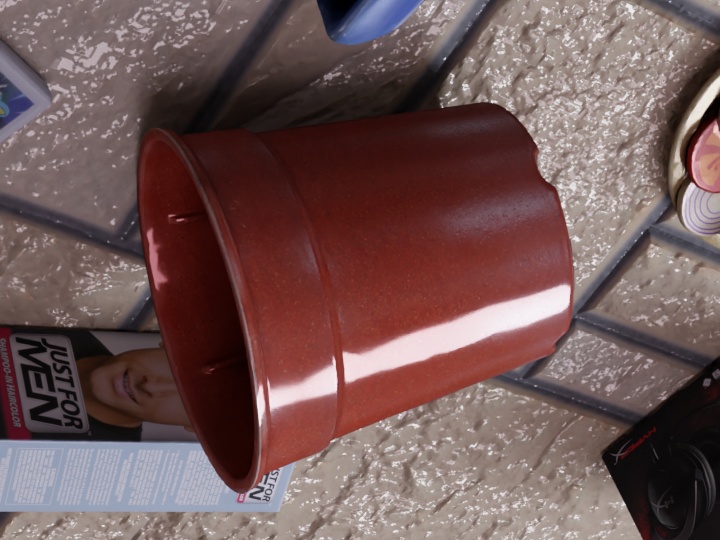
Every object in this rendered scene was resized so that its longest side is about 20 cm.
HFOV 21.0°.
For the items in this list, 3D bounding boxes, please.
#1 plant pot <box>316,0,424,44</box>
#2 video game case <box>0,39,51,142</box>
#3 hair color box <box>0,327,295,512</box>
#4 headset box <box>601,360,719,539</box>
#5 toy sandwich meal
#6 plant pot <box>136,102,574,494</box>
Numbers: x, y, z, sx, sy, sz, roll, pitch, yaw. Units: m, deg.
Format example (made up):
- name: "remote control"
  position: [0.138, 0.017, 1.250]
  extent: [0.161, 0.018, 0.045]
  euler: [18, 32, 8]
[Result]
- name: "plant pot"
  position: [-0.019, -0.227, 0.831]
  extent: [0.179, 0.200, 0.200]
  euler: [28, 117, -29]
- name: "video game case"
  position: [-0.291, -0.088, 0.992]
  extent: [0.200, 0.023, 0.182]
  euler: [-35, 132, 11]
- name: "hair color box"
  position: [-0.145, 0.088, 1.143]
  extent: [0.199, 0.099, 0.061]
  euler: [3, 128, -22]
- name: "headset box"
  position: [0.268, 0.164, 1.285]
  extent: [0.149, 0.200, 0.077]
  euler: [-41, 131, 19]
- name: "toy sandwich meal"
  position: [0.287, -0.071, 1.174]
  extent: [0.204, 0.070, 0.206]
  euler: [-10, 132, -11]
- name: "plant pot"
  position: [0.000, 0.000, 1.065]
  extent: [0.194, 0.201, 0.201]
  euler: [-14, 133, -17]
